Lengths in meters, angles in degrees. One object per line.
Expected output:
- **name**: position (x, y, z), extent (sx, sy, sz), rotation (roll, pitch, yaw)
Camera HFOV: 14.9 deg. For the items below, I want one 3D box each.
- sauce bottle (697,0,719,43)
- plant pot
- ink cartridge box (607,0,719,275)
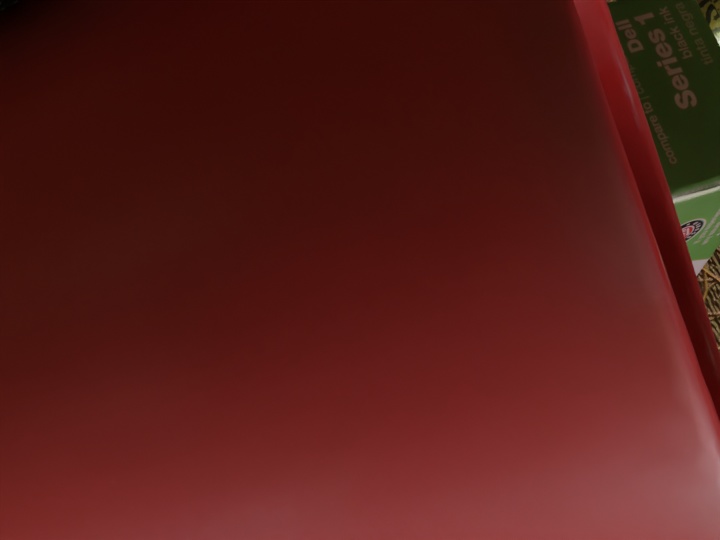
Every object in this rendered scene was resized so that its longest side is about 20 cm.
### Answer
- **sauce bottle**: position (0.178, -0.127, 1.165), extent (0.066, 0.066, 0.200), rotation (-27, 173, -22)
- **plant pot**: position (-0.017, 0.001, 0.636), extent (0.177, 0.201, 0.200), rotation (-18, 177, 9)
- **ink cartridge box**: position (0.027, -0.013, 0.987), extent (0.199, 0.085, 0.146), rotation (-16, 160, -20)
